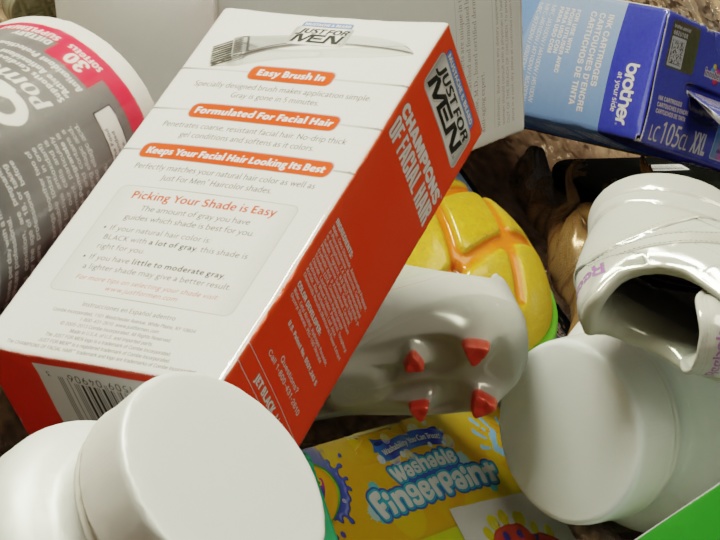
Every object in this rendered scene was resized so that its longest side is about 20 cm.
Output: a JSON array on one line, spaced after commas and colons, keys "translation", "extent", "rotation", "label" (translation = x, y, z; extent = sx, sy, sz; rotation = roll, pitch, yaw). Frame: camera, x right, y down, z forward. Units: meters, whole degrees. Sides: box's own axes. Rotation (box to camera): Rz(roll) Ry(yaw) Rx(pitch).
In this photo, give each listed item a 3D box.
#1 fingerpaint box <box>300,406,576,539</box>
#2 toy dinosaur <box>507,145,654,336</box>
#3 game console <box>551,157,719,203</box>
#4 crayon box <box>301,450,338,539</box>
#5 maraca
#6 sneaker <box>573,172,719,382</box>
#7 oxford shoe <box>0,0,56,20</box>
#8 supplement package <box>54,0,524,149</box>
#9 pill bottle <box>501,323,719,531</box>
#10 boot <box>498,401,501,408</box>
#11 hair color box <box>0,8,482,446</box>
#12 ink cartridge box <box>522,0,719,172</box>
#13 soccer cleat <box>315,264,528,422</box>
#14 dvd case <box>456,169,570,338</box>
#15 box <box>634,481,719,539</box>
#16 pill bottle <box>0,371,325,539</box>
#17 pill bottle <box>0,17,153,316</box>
[{"translation": [0.023, 0.156, 0.984], "extent": [0.200, 0.073, 0.167], "rotation": [-12, 67, -55], "label": "fingerpaint box"}, {"translation": [0.124, -0.002, 1.214], "extent": [0.061, 0.106, 0.200], "rotation": [54, 17, -29], "label": "toy dinosaur"}, {"translation": [0.215, 0.016, 1.384], "extent": [0.176, 0.117, 0.199], "rotation": [34, 23, 33], "label": "game console"}, {"translation": [-0.046, 0.181, 0.843], "extent": [0.058, 0.119, 0.201], "rotation": [9, 51, -43], "label": "crayon box"}, {"translation": [0.000, 0.000, 1.084], "extent": [0.199, 0.107, 0.137], "rotation": [17, 32, 0], "label": "maraca"}, {"translation": [0.184, 0.024, 0.939], "extent": [0.199, 0.075, 0.100], "rotation": [12, 36, 13], "label": "sneaker"}, {"translation": [-0.097, -0.139, 1.133], "extent": [0.199, 0.075, 0.058], "rotation": [9, 45, -40], "label": "oxford shoe"}, {"translation": [-0.030, -0.105, 1.061], "extent": [0.199, 0.117, 0.118], "rotation": [-23, 120, -41], "label": "supplement package"}, {"translation": [0.160, 0.062, 1.054], "extent": [0.199, 0.111, 0.111], "rotation": [-8, 64, -45], "label": "pill bottle"}, {"translation": [0.164, 0.101, 1.172], "extent": [0.199, 0.074, 0.096], "rotation": [-2, 60, -25], "label": "boot"}, {"translation": [-0.044, -0.014, 0.871], "extent": [0.200, 0.110, 0.064], "rotation": [-59, 143, -34], "label": "hair color box"}, {"translation": [0.134, -0.108, 1.240], "extent": [0.136, 0.199, 0.077], "rotation": [10, 93, -56], "label": "ink cartridge box"}, {"translation": [-0.025, 0.033, 0.991], "extent": [0.199, 0.070, 0.078], "rotation": [-1, 30, 3], "label": "soccer cleat"}, {"translation": [0.029, -0.019, 1.206], "extent": [0.200, 0.018, 0.142], "rotation": [55, 34, 9], "label": "dvd case"}, {"translation": [0.204, 0.133, 0.950], "extent": [0.176, 0.200, 0.097], "rotation": [-3, 62, -40], "label": "box"}, {"translation": [-0.103, 0.121, 0.764], "extent": [0.110, 0.200, 0.111], "rotation": [29, 38, -26], "label": "pill bottle"}, {"translation": [-0.171, -0.022, 0.888], "extent": [0.111, 0.111, 0.200], "rotation": [49, 34, 0], "label": "pill bottle"}]
